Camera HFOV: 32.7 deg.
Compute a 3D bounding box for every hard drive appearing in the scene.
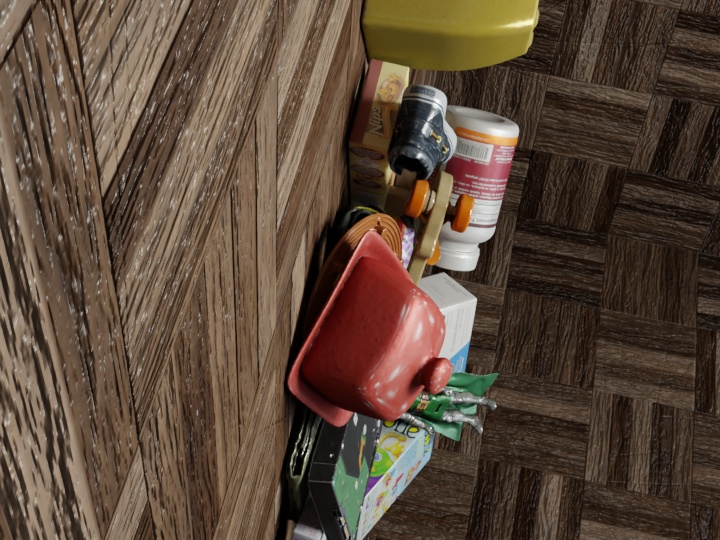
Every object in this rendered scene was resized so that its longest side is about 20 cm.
[{"bbox_3d":[-0.017,0.224,1.549,0.141,0.037,0.202,75,22,-45],"label":"hard drive"}]

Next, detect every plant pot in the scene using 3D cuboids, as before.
[{"bbox_3d":[0.119,-0.343,1.462,0.194,0.197,0.199,57,45,-83],"label":"plant pot"}]

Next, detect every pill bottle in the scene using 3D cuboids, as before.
[{"bbox_3d":[0.136,-0.109,1.640,0.113,0.111,0.203,-63,167,-73],"label":"pill bottle"}]

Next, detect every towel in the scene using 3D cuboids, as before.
[{"bbox_3d":[-0.065,0.201,1.552,0.201,0.034,0.195,97,9,-62],"label":"towel"}]

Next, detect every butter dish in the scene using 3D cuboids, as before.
[{"bbox_3d":[0.035,0.091,1.377,0.202,0.146,0.200,-60,152,-10],"label":"butter dish"}]

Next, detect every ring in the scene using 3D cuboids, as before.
[{"bbox_3d":[-0.003,0.031,1.442,0.200,0.019,0.203,-43,147,-38],"label":"ring"}]

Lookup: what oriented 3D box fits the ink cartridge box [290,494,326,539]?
[{"bbox_3d":[-0.081,0.394,1.583,0.119,0.041,0.203,-56,161,-68],"label":"ink cartridge box"}]

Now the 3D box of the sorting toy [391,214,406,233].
[{"bbox_3d":[0.024,-0.007,1.869,0.200,0.068,0.202,-68,168,-66],"label":"sorting toy"}]

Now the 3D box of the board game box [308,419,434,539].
[{"bbox_3d":[0.012,0.270,1.739,0.200,0.102,0.106,-42,151,-41],"label":"board game box"}]

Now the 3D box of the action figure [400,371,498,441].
[{"bbox_3d":[0.096,0.181,1.689,0.055,0.198,0.119,44,-66,51],"label":"action figure"}]

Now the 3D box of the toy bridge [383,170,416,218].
[{"bbox_3d":[0.063,-0.136,1.625,0.201,0.027,0.068,-72,175,-46],"label":"toy bridge"}]

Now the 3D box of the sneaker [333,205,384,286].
[{"bbox_3d":[0.009,-0.044,1.532,0.201,0.073,0.086,-70,175,-63],"label":"sneaker"}]

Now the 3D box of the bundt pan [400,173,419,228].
[{"bbox_3d":[0.084,-0.143,1.772,0.075,0.202,0.204,-24,142,-27],"label":"bundt pan"}]

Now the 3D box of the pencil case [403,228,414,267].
[{"bbox_3d":[0.036,0.021,2.035,0.085,0.083,0.203,27,-73,58],"label":"pencil case"}]

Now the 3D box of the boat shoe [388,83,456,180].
[{"bbox_3d":[0.069,-0.145,1.489,0.200,0.070,0.092,62,44,-72],"label":"boat shoe"}]

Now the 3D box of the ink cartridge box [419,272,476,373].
[{"bbox_3d":[0.054,0.103,1.703,0.084,0.198,0.147,38,-48,43],"label":"ink cartridge box"}]

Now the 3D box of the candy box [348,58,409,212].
[{"bbox_3d":[0.023,-0.167,1.570,0.200,0.054,0.117,91,12,-70],"label":"candy box"}]

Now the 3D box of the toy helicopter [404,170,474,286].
[{"bbox_3d":[0.076,-0.030,1.559,0.132,0.078,0.203,-93,-159,-73],"label":"toy helicopter"}]
